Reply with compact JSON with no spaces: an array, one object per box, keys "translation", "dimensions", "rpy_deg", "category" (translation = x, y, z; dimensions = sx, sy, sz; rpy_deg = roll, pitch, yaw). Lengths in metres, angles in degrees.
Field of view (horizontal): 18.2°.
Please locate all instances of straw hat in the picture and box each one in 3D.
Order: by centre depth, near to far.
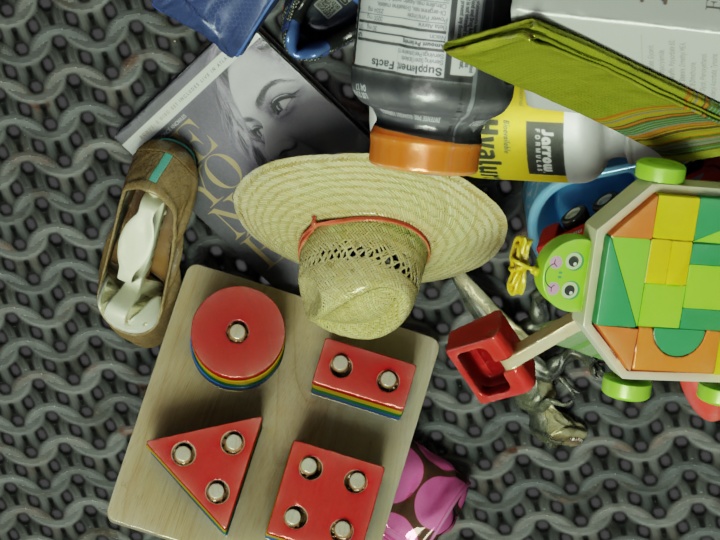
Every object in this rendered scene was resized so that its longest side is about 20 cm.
[{"translation":[0.000,0.000,1.560],"dimensions":[0.200,0.085,0.201],"rpy_deg":[7,154,4],"category":"straw hat"}]

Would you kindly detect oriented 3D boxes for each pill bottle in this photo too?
[{"translation":[0.050,-0.161,1.412],"dimensions":[0.106,0.106,0.201],"rpy_deg":[8,99,10],"category":"pill bottle"},{"translation":[0.113,-0.116,1.513],"dimensions":[0.199,0.111,0.112],"rpy_deg":[3,121,13],"category":"pill bottle"}]

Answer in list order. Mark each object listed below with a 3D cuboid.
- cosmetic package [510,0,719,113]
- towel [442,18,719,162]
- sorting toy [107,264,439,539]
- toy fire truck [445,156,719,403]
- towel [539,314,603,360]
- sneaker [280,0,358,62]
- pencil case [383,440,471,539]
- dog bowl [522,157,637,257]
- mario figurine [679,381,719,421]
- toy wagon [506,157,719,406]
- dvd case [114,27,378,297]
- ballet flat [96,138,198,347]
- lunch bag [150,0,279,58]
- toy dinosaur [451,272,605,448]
[{"translation":[0.204,-0.191,1.377],"dimensions":[0.199,0.166,0.165],"rpy_deg":[7,165,9],"category":"cosmetic package"},{"translation":[0.151,-0.106,1.373],"dimensions":[0.200,0.018,0.086],"rpy_deg":[21,161,-34],"category":"towel"},{"translation":[-0.062,0.112,1.630],"dimensions":[0.198,0.201,0.070],"rpy_deg":[17,167,1],"category":"sorting toy"},{"translation":[0.161,0.002,1.494],"dimensions":[0.200,0.141,0.049],"rpy_deg":[-25,112,26],"category":"toy fire truck"},{"translation":[0.240,0.016,1.560],"dimensions":[0.199,0.149,0.031],"rpy_deg":[-22,68,26],"category":"towel"},{"translation":[0.016,-0.206,1.503],"dimensions":[0.075,0.079,0.200],"rpy_deg":[37,122,-9],"category":"sneaker"},{"translation":[-0.015,0.149,1.716],"dimensions":[0.200,0.094,0.091],"rpy_deg":[30,123,-5],"category":"pencil case"},{"translation":[0.207,-0.046,1.567],"dimensions":[0.199,0.050,0.112],"rpy_deg":[-11,117,20],"category":"dog bowl"},{"translation":[0.315,0.076,1.550],"dimensions":[0.199,0.124,0.106],"rpy_deg":[15,107,-12],"category":"mario figurine"},{"translation":[0.191,0.008,1.427],"dimensions":[0.199,0.040,0.156],"rpy_deg":[3,103,-17],"category":"toy wagon"},{"translation":[-0.062,-0.074,1.640],"dimensions":[0.200,0.016,0.149],"rpy_deg":[44,121,-12],"category":"dvd case"},{"translation":[-0.163,-0.005,1.663],"dimensions":[0.068,0.072,0.200],"rpy_deg":[23,129,4],"category":"ballet flat"},{"translation":[-0.085,-0.249,1.470],"dimensions":[0.132,0.136,0.200],"rpy_deg":[34,122,-5],"category":"lunch bag"},{"translation":[0.129,0.053,1.651],"dimensions":[0.088,0.047,0.200],"rpy_deg":[-21,110,32],"category":"toy dinosaur"}]
